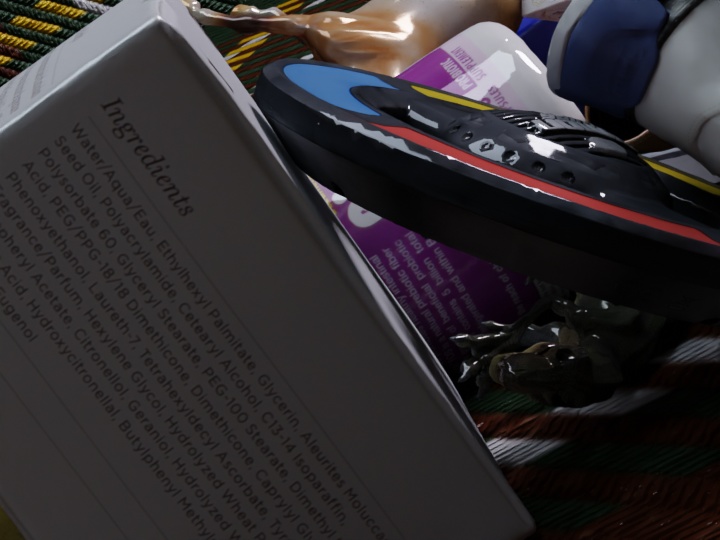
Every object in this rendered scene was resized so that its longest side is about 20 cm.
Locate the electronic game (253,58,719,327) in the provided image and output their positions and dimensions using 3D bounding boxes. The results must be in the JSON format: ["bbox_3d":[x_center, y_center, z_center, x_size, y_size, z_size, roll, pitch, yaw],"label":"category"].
[{"bbox_3d":[0.062,-0.029,0.858,0.200,0.199,0.042,-101,30,-79],"label":"electronic game"}]

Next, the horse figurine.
[{"bbox_3d":[0.016,-0.112,1.194,0.132,0.050,0.200,26,40,35],"label":"horse figurine"}]

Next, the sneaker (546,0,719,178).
[{"bbox_3d":[0.165,-0.066,0.901,0.199,0.115,0.081,-23,-33,-38],"label":"sneaker"}]

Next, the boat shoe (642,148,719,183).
[{"bbox_3d":[0.166,-0.085,1.047,0.200,0.068,0.072,-17,20,49],"label":"boat shoe"}]

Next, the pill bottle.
[{"bbox_3d":[0.000,0.000,1.055,0.200,0.112,0.112,-35,10,-4],"label":"pill bottle"}]

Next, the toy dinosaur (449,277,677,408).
[{"bbox_3d":[0.084,0.006,0.961,0.088,0.048,0.200,-7,25,37],"label":"toy dinosaur"}]

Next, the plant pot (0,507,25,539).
[{"bbox_3d":[-0.169,0.088,1.044,0.141,0.201,0.200,-3,22,21],"label":"plant pot"}]

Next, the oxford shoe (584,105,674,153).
[{"bbox_3d":[0.139,-0.123,0.970,0.071,0.071,0.201,-24,-38,-56],"label":"oxford shoe"}]

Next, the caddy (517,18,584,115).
[{"bbox_3d":[0.106,-0.120,1.309,0.200,0.105,0.142,-19,40,53],"label":"caddy"}]

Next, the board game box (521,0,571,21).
[{"bbox_3d":[0.171,-0.129,1.123,0.134,0.034,0.200,6,-6,-22],"label":"board game box"}]

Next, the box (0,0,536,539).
[{"bbox_3d":[-0.060,0.023,0.892,0.131,0.200,0.199,-36,10,2],"label":"box"}]
